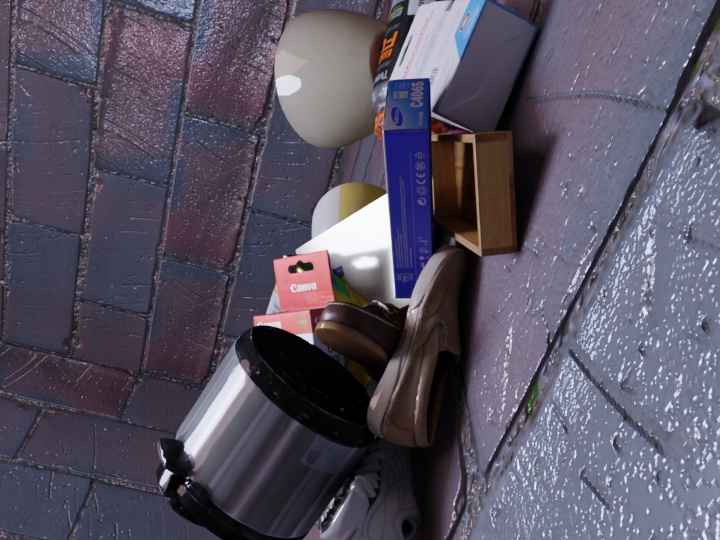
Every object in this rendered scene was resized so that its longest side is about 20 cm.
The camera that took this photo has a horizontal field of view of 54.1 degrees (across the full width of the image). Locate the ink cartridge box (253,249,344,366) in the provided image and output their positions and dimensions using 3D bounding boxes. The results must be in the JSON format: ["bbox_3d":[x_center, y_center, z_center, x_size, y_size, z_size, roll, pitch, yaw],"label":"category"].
[{"bbox_3d":[-0.076,0.083,0.846,0.108,0.050,0.204,-9,88,43],"label":"ink cartridge box"}]

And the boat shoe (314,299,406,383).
[{"bbox_3d":[0.018,0.067,0.718,0.200,0.069,0.071,46,-120,-57],"label":"boat shoe"}]

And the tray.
[{"bbox_3d":[0.103,-0.081,0.675,0.200,0.036,0.101,-112,16,-78],"label":"tray"}]

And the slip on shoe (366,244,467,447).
[{"bbox_3d":[0.072,0.071,0.678,0.202,0.060,0.076,-63,-31,-22],"label":"slip on shoe"}]

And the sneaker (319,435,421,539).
[{"bbox_3d":[0.024,0.222,0.700,0.076,0.080,0.200,-58,-6,19],"label":"sneaker"}]

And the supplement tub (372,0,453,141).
[{"bbox_3d":[0.084,-0.266,0.917,0.122,0.120,0.204,141,142,-77],"label":"supplement tub"}]

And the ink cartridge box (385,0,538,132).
[{"bbox_3d":[0.100,-0.224,0.767,0.118,0.067,0.200,-66,20,12],"label":"ink cartridge box"}]

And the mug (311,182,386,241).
[{"bbox_3d":[-0.003,-0.041,1.018,0.154,0.147,0.189,-81,10,-56],"label":"mug"}]

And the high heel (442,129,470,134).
[{"bbox_3d":[0.097,-0.130,0.868,0.096,0.068,0.200,-44,5,-33],"label":"high heel"}]

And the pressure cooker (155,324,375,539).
[{"bbox_3d":[-0.098,0.180,0.712,0.202,0.175,0.179,-56,-4,9],"label":"pressure cooker"}]

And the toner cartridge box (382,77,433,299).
[{"bbox_3d":[0.051,-0.076,0.705,0.096,0.042,0.202,-84,-10,-49],"label":"toner cartridge box"}]

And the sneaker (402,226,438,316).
[{"bbox_3d":[0.053,0.015,0.910,0.085,0.077,0.202,48,126,36],"label":"sneaker"}]

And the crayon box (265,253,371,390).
[{"bbox_3d":[-0.039,0.084,0.882,0.199,0.051,0.127,39,119,36],"label":"crayon box"}]

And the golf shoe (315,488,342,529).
[{"bbox_3d":[-0.017,0.273,0.900,0.095,0.076,0.204,-122,30,-63],"label":"golf shoe"}]

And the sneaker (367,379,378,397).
[{"bbox_3d":[0.008,0.143,0.940,0.201,0.070,0.074,-98,23,-63],"label":"sneaker"}]

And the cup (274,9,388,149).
[{"bbox_3d":[-0.003,-0.282,1.015,0.142,0.199,0.204,4,77,43],"label":"cup"}]

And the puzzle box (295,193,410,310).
[{"bbox_3d":[0.000,0.000,0.890,0.199,0.025,0.135,-26,75,43],"label":"puzzle box"}]
